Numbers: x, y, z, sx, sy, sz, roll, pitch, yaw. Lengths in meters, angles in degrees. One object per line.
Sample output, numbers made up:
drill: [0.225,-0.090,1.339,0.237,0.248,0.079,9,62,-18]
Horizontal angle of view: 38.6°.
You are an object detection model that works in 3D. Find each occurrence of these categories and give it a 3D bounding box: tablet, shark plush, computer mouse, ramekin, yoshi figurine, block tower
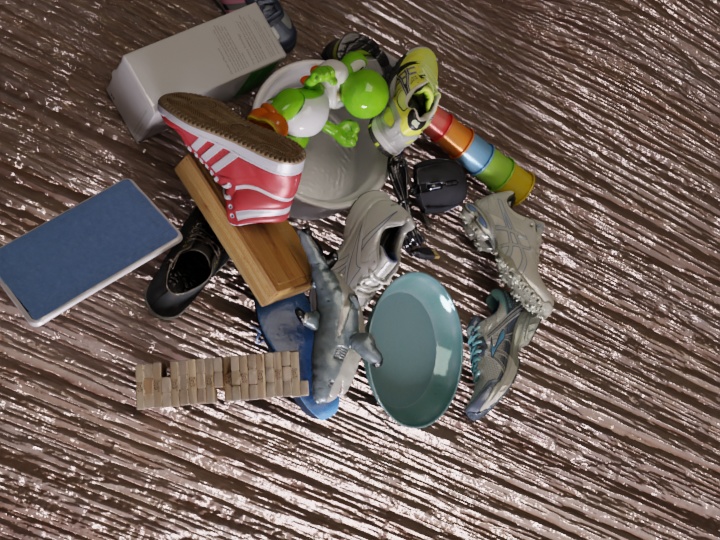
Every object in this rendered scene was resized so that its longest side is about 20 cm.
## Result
tablet: [-0.321,-0.025,1.194,0.199,0.014,0.130,-33,57,-23]
shark plush: [-0.038,0.051,1.213,0.083,0.091,0.202,-15,104,-26]
computer mouse: [0.107,-0.086,1.384,0.199,0.046,0.142,-4,85,-60]
ramekin: [-0.062,-0.164,1.348,0.199,0.098,0.202,7,74,-23]
yoshi figurine: [-0.038,-0.198,1.255,0.112,0.112,0.200,50,58,-9]
block tower: [-0.161,0.128,1.209,0.198,0.054,0.058,-3,84,-4]

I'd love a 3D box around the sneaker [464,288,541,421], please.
sneaker: [0.174,0.112,1.404,0.086,0.078,0.201,30,58,-1]

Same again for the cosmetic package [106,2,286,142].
cosmetic package: [-0.208,-0.251,1.300,0.199,0.107,0.085,-32,91,-26]

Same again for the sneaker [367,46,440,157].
sneaker: [0.077,-0.226,1.340,0.075,0.076,0.201,43,44,-26]

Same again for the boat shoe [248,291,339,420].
boat shoe: [-0.092,0.095,1.283,0.083,0.069,0.202,-14,81,-18]

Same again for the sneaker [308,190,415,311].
sneaker: [0.000,0.000,1.282,0.074,0.087,0.201,18,98,-40]

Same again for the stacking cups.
stacking cups: [0.161,-0.170,1.449,0.199,0.060,0.061,37,63,-25]

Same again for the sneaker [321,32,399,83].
sneaker: [0.029,-0.268,1.433,0.199,0.081,0.074,33,87,-34]

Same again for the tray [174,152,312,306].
tray: [-0.133,-0.058,1.249,0.201,0.037,0.098,56,33,10]

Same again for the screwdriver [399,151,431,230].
screwdriver: [0.063,-0.146,1.415,0.029,0.028,0.201,-36,111,-18]

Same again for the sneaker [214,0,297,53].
sneaker: [-0.154,-0.378,1.373,0.200,0.082,0.070,46,62,-7]

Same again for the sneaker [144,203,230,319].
sneaker: [-0.183,-0.033,1.251,0.074,0.106,0.201,33,65,-13]

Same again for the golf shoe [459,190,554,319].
golf shoe: [0.221,-0.031,1.405,0.097,0.078,0.201,-29,65,-6]

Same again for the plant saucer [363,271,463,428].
plant saucer: [0.062,0.103,1.333,0.199,0.036,0.202,5,83,-49]

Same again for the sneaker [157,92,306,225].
sneaker: [-0.159,-0.126,1.200,0.199,0.113,0.071,29,40,19]
